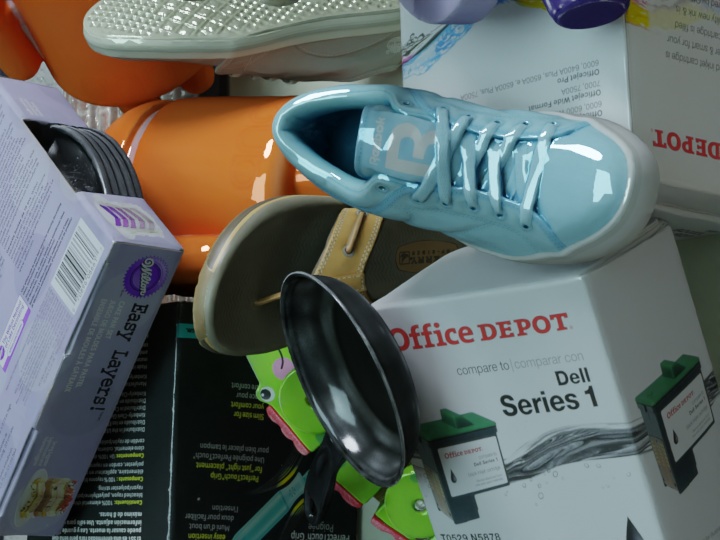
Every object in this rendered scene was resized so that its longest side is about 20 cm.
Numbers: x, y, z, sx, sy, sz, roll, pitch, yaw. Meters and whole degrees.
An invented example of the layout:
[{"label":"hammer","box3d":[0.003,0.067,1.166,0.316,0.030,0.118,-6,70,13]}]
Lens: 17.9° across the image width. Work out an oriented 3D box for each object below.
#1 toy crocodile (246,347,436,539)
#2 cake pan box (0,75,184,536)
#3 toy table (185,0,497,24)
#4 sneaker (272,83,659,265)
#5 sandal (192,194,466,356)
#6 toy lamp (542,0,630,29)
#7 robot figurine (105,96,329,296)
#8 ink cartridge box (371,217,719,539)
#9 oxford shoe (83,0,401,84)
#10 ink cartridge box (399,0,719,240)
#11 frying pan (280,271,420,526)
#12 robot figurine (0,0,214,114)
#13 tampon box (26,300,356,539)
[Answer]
[{"label":"toy crocodile","box3d":[0.000,0.097,1.235,0.200,0.068,0.062,46,106,-1]},{"label":"cake pan box","box3d":[-0.186,0.014,1.263,0.184,0.052,0.200,46,120,44]},{"label":"toy table","box3d":[-0.015,-0.199,1.068,0.200,0.117,0.184,-116,32,-44]},{"label":"sneaker","box3d":[0.039,-0.045,1.044,0.200,0.082,0.074,8,91,42]},{"label":"sandal","box3d":[0.000,0.000,1.196,0.054,0.200,0.081,14,107,51]},{"label":"toy lamp","box3d":[0.088,-0.208,1.040,0.058,0.058,0.201,-21,70,40]},{"label":"robot figurine","box3d":[-0.073,-0.042,1.306,0.199,0.117,0.144,1,68,29]},{"label":"ink cartridge box","box3d":[0.102,0.087,1.122,0.146,0.084,0.201,-10,102,42]},{"label":"oxford shoe","box3d":[-0.056,-0.132,1.288,0.075,0.199,0.058,-112,22,-46]},{"label":"ink cartridge box","box3d":[0.117,-0.120,1.139,0.144,0.147,0.201,-11,76,42]},{"label":"frying pan","box3d":[0.000,0.081,1.138,0.115,0.031,0.190,42,150,46]},{"label":"robot figurine","box3d":[-0.150,-0.178,1.341,0.143,0.200,0.117,-5,49,18]},{"label":"tampon box","box3d":[-0.095,0.126,1.303,0.126,0.150,0.201,-5,80,43]}]
